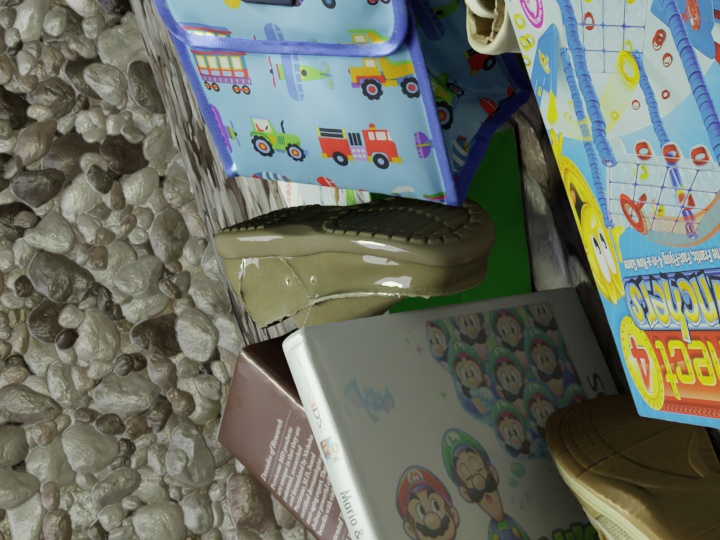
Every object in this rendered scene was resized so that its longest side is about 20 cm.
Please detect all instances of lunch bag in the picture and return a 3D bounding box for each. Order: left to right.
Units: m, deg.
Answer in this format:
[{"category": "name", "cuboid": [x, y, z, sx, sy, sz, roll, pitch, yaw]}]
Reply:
[{"category": "lunch bag", "cuboid": [-0.023, -0.140, 0.771, 0.150, 0.094, 0.200, 9, 141, 34]}]

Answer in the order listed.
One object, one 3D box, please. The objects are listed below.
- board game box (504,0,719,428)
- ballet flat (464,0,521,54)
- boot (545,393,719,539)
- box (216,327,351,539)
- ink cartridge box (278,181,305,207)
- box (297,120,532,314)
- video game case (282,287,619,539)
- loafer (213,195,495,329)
[{"category": "board game box", "cuboid": [0.125, -0.045, 0.548, 0.200, 0.056, 0.197, 165, 87, -80]}, {"category": "ballet flat", "cuboid": [0.049, -0.188, 0.678, 0.069, 0.069, 0.201, -144, 37, -73]}, {"category": "boot", "cuboid": [0.151, 0.155, 0.725, 0.200, 0.072, 0.156, -138, 32, -62]}, {"category": "box", "cuboid": [0.023, 0.113, 0.855, 0.200, 0.100, 0.075, 42, 128, 32]}, {"category": "ink cartridge box", "cuboid": [-0.042, -0.147, 1.193, 0.146, 0.084, 0.201, 97, 151, -68]}, {"category": "box", "cuboid": [0.027, -0.034, 0.979, 0.177, 0.096, 0.201, -121, 16, -52]}, {"category": "video game case", "cuboid": [0.070, 0.102, 0.768, 0.024, 0.199, 0.183, -35, 70, 44]}, {"category": "loafer", "cuboid": [0.000, 0.000, 0.831, 0.200, 0.076, 0.068, 3, 113, 53]}]
